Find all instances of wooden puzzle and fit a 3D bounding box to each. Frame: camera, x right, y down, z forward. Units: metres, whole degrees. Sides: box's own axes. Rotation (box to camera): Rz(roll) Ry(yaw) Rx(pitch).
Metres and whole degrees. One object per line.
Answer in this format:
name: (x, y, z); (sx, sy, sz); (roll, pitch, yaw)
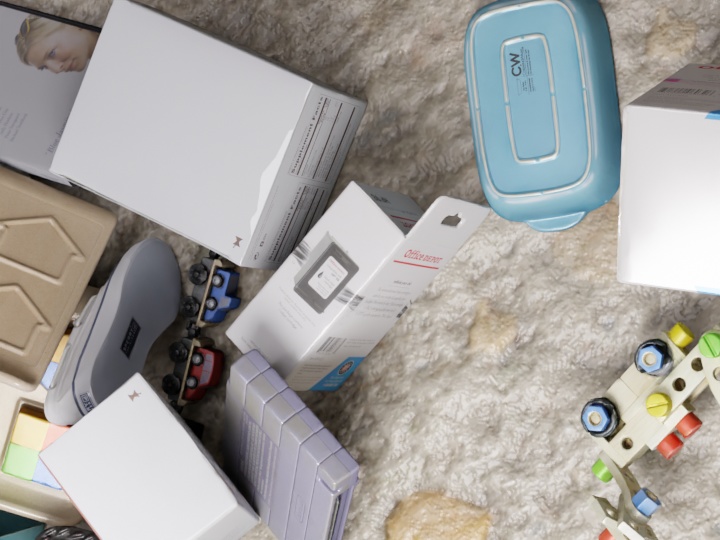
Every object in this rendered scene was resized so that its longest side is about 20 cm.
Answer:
wooden puzzle: (-0.318, -0.003, 1.553); (0.184, 0.046, 0.201); (23, 52, -2)
wooden puzzle: (-0.297, 0.099, 1.590); (0.184, 0.046, 0.202); (17, 93, -4)

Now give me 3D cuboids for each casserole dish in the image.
casserole dish: (0.137, -0.131, 1.466); (0.120, 0.039, 0.202); (-8, 83, 22)

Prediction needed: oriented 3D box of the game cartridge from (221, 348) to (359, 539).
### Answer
game cartridge: (-0.057, 0.152, 1.465); (0.038, 0.200, 0.130); (-30, 68, -21)

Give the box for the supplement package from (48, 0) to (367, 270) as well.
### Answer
supplement package: (-0.125, -0.110, 1.539); (0.199, 0.111, 0.157); (25, 97, 22)

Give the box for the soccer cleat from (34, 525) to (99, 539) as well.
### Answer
soccer cleat: (-0.178, 0.264, 1.576); (0.198, 0.073, 0.069); (14, 69, 7)

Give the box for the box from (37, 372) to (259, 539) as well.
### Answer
box: (-0.158, 0.169, 1.454); (0.097, 0.200, 0.125); (-38, 80, -6)

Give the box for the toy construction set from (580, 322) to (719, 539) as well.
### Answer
toy construction set: (0.237, 0.118, 1.386); (0.200, 0.092, 0.131); (-45, 72, 4)

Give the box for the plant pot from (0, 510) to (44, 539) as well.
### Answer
plant pot: (-0.375, 0.310, 1.614); (0.140, 0.141, 0.202); (10, 97, 24)

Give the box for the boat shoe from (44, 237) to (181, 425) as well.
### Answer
boat shoe: (-0.206, 0.047, 1.537); (0.065, 0.201, 0.074); (-15, 119, 27)

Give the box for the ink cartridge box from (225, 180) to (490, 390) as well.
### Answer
ink cartridge box: (0.000, 0.000, 1.477); (0.067, 0.116, 0.200); (45, 104, 20)

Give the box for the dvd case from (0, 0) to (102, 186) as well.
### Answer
dvd case: (-0.299, -0.161, 1.641); (0.199, 0.018, 0.144); (17, 72, 24)

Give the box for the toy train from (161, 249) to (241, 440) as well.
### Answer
toy train: (-0.137, 0.081, 1.576); (0.045, 0.034, 0.202); (15, 94, 20)

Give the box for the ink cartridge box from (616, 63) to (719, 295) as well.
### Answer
ink cartridge box: (0.270, -0.069, 1.329); (0.127, 0.200, 0.126); (8, 108, 23)

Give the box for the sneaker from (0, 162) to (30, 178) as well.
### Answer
sneaker: (-0.362, -0.011, 1.666); (0.099, 0.069, 0.202); (20, 91, 30)
